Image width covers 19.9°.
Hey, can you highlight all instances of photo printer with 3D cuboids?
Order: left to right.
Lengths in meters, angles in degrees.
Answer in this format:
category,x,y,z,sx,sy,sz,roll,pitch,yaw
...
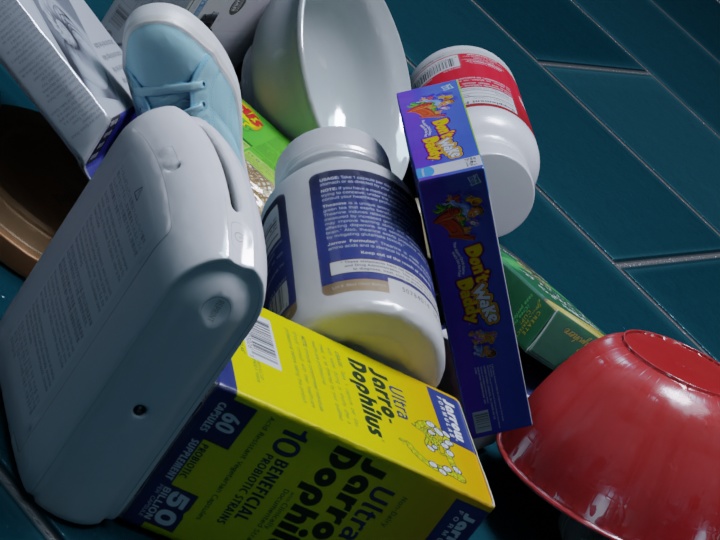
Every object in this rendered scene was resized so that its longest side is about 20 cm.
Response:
category,x,y,z,sx,sy,sz,roll,pitch,yaw
photo printer,-0.127,0.016,1.149,0.069,0.201,0.167,22,26,-31

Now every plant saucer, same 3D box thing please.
category,x,y,z,sx,sy,sz,roll,pitch,yaw
plant saucer,-0.201,-0.049,1.388,0.199,0.032,0.201,30,24,-15

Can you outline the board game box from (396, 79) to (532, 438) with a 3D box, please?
category,x,y,z,sx,sy,sz,roll,pitch,yaw
board game box,0.070,-0.008,1.389,0.044,0.202,0.135,-12,30,2

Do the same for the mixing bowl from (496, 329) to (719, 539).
category,x,y,z,sx,sy,sz,roll,pitch,yaw
mixing bowl,0.207,0.112,1.442,0.198,0.109,0.200,21,17,-7

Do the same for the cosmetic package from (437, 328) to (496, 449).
category,x,y,z,sx,sy,sz,roll,pitch,yaw
cosmetic package,0.035,0.096,1.428,0.083,0.051,0.199,44,24,17

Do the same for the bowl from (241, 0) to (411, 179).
category,x,y,z,sx,sy,sz,roll,pitch,yaw
bowl,-0.038,-0.152,1.701,0.201,0.090,0.203,34,51,-57

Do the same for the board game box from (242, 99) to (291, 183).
category,x,y,z,sx,sy,sz,roll,pitch,yaw
board game box,-0.066,-0.061,1.588,0.200,0.048,0.102,40,22,6

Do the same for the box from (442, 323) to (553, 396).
category,x,y,z,sx,sy,sz,roll,pitch,yaw
box,0.137,0.107,1.587,0.199,0.033,0.121,38,22,5

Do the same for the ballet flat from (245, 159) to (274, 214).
category,x,y,z,sx,sy,sz,roll,pitch,yaw
ballet flat,-0.135,-0.082,1.511,0.199,0.071,0.065,37,36,10

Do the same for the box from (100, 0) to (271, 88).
category,x,y,z,sx,sy,sz,roll,pitch,yaw
box,-0.126,-0.210,1.701,0.060,0.117,0.200,43,22,17

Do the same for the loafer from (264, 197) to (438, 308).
category,x,y,z,sx,sy,sz,roll,pitch,yaw
loafer,0.000,0.000,1.469,0.199,0.076,0.068,-21,60,-31

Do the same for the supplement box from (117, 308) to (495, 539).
category,x,y,z,sx,sy,sz,roll,pitch,yaw
supplement box,-0.037,0.110,1.217,0.199,0.109,0.110,25,25,-26

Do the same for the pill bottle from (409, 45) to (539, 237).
category,x,y,z,sx,sy,sz,roll,pitch,yaw
pill bottle,0.102,-0.114,1.855,0.112,0.113,0.201,28,24,-20

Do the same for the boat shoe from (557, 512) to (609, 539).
category,x,y,z,sx,sy,sz,roll,pitch,yaw
boat shoe,0.232,0.221,1.461,0.199,0.070,0.072,22,26,-17

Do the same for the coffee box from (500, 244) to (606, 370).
category,x,y,z,sx,sy,sz,roll,pitch,yaw
coffee box,0.134,0.027,1.643,0.123,0.044,0.200,33,8,-36

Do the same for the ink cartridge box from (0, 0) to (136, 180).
category,x,y,z,sx,sy,sz,roll,pitch,yaw
ink cartridge box,-0.190,-0.133,1.365,0.201,0.040,0.200,54,8,-7

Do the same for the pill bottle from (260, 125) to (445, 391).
category,x,y,z,sx,sy,sz,roll,pitch,yaw
pill bottle,-0.010,-0.001,1.339,0.110,0.111,0.201,25,34,-26

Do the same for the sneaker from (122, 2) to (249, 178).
category,x,y,z,sx,sy,sz,roll,pitch,yaw
sneaker,-0.110,-0.077,1.351,0.082,0.073,0.201,-90,166,-54
